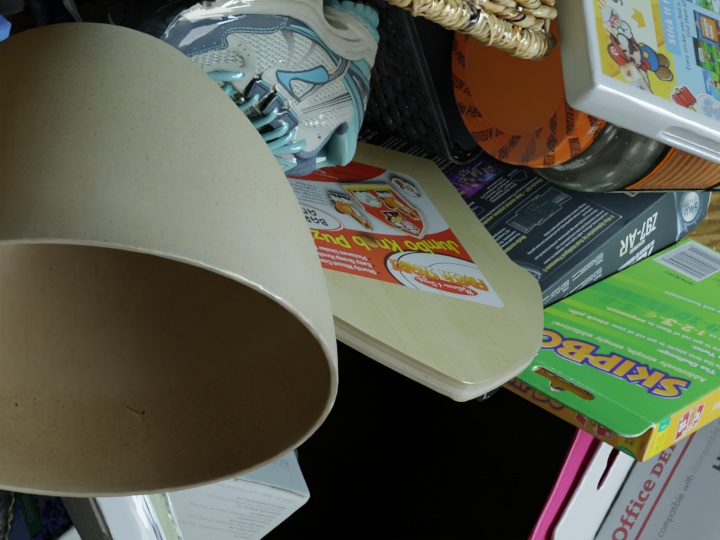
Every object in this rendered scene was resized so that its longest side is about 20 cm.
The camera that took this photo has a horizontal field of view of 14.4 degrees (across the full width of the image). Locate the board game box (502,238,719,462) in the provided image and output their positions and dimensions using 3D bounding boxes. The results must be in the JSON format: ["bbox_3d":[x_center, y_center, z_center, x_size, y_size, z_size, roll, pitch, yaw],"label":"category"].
[{"bbox_3d":[0.143,0.037,1.371,0.200,0.096,0.030,-21,132,-51],"label":"board game box"}]

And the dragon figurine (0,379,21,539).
[{"bbox_3d":[-0.165,0.127,1.237,0.059,0.099,0.200,-15,156,-49],"label":"dragon figurine"}]

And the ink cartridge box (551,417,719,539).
[{"bbox_3d":[0.180,0.131,1.457,0.116,0.067,0.200,-61,149,-8],"label":"ink cartridge box"}]

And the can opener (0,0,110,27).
[{"bbox_3d":[-0.133,-0.102,1.221,0.066,0.053,0.200,-21,138,-3],"label":"can opener"}]

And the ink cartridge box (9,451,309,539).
[{"bbox_3d":[-0.132,0.132,1.328,0.200,0.050,0.109,-39,145,26],"label":"ink cartridge box"}]

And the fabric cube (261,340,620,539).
[{"bbox_3d":[0.046,0.130,1.505,0.199,0.196,0.200,23,91,-59],"label":"fabric cube"}]

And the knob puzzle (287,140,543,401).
[{"bbox_3d":[0.000,0.000,1.298,0.220,0.220,0.030,-7,134,-55],"label":"knob puzzle"}]

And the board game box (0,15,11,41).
[{"bbox_3d":[-0.233,0.004,1.125,0.199,0.043,0.200,-24,135,-46],"label":"board game box"}]

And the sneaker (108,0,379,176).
[{"bbox_3d":[-0.043,-0.081,1.241,0.200,0.078,0.086,1,89,-64],"label":"sneaker"}]

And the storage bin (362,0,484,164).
[{"bbox_3d":[0.031,-0.166,1.372,0.135,0.094,0.200,-51,146,-23],"label":"storage bin"}]

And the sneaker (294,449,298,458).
[{"bbox_3d":[-0.089,0.045,1.373,0.200,0.076,0.091,40,60,-57],"label":"sneaker"}]

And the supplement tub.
[{"bbox_3d":[0.149,-0.098,1.367,0.200,0.123,0.123,-1,113,-40],"label":"supplement tub"}]

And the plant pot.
[{"bbox_3d":[-0.107,-0.016,1.101,0.200,0.200,0.135,59,27,-55],"label":"plant pot"}]

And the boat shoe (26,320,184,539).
[{"bbox_3d":[-0.112,0.043,1.212,0.062,0.200,0.072,-21,174,-17],"label":"boat shoe"}]

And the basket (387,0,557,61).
[{"bbox_3d":[-0.026,-0.157,1.184,0.143,0.200,0.149,-33,138,-43],"label":"basket"}]

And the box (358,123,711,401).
[{"bbox_3d":[0.060,-0.031,1.445,0.200,0.160,0.044,-37,143,-39],"label":"box"}]

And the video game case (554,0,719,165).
[{"bbox_3d":[0.158,-0.131,1.288,0.182,0.023,0.200,19,51,-31],"label":"video game case"}]
